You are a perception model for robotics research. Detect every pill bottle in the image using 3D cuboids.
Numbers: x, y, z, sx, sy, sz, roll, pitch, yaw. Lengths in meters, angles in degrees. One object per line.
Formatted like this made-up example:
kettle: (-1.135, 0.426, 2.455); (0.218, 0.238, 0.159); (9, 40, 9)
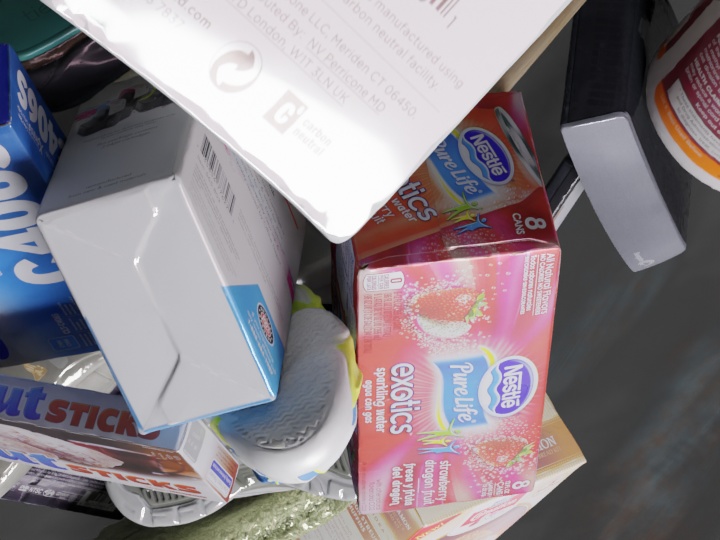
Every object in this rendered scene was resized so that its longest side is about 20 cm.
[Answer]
pill bottle: (0.245, -0.131, 1.122); (0.114, 0.114, 0.200); (-24, 165, -33)

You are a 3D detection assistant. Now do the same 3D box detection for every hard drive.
hard drive: (0.162, -0.093, 1.256); (0.200, 0.042, 0.136); (52, 43, -60)

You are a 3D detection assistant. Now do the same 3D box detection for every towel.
towel: (-0.089, 0.154, 1.256); (0.199, 0.037, 0.148); (-28, -170, -31)

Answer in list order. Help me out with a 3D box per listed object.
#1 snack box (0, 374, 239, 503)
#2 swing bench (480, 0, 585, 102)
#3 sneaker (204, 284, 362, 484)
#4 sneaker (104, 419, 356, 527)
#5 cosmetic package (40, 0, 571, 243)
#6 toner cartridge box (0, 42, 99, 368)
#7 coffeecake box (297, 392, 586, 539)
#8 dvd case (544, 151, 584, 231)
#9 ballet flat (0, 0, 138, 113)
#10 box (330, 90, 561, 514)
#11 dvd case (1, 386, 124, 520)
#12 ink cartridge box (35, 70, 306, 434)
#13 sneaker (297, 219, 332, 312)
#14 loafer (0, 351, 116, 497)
snack box: (-0.160, 0.070, 0.996); (0.072, 0.199, 0.024); (58, 44, -61)
swing bench: (0.102, -0.213, 1.015); (0.200, 0.130, 0.200); (-29, 148, -35)
sneaker: (-0.030, 0.065, 1.001); (0.075, 0.200, 0.105); (-24, 117, 0)
sneaker: (-0.041, 0.089, 1.195); (0.199, 0.078, 0.099); (-7, -175, 4)
cosmetic package: (-0.040, -0.151, 0.784); (0.165, 0.200, 0.165); (-47, 126, 4)
toner cartridge box: (-0.168, -0.022, 0.957); (0.094, 0.043, 0.200); (-9, 150, 8)
coffeecake box: (0.030, 0.164, 1.414); (0.153, 0.073, 0.200); (-16, 157, -41)
dvd case: (0.096, -0.004, 1.330); (0.200, 0.018, 0.143); (-58, 175, 23)
ballet flat: (-0.078, -0.132, 0.946); (0.200, 0.073, 0.073); (-33, 150, -7)
box: (0.037, 0.020, 1.029); (0.095, 0.100, 0.200); (-6, 141, -5)
dvd case: (-0.118, 0.054, 1.191); (0.200, 0.016, 0.149); (-50, 151, 10)
ink cartridge box: (-0.078, -0.032, 0.970); (0.068, 0.200, 0.116); (-16, 117, 13)
sneaker: (0.002, 0.019, 1.143); (0.199, 0.073, 0.112); (-22, 121, -7)
loafer: (-0.150, 0.036, 1.088); (0.200, 0.070, 0.070); (-47, -179, -2)
